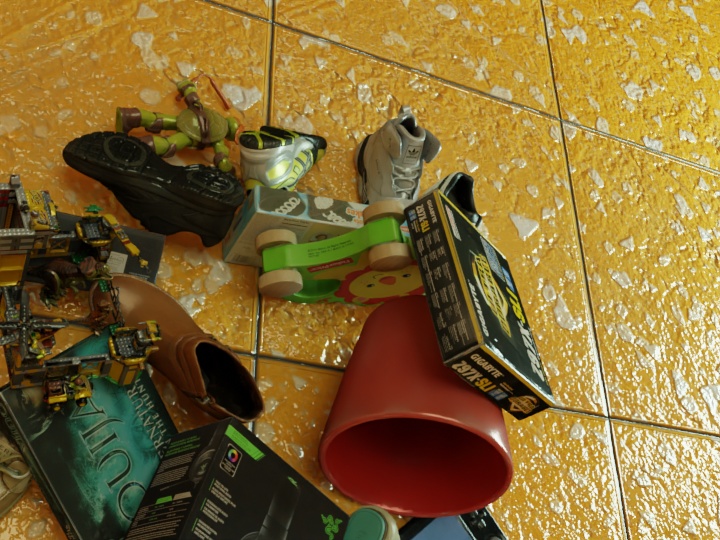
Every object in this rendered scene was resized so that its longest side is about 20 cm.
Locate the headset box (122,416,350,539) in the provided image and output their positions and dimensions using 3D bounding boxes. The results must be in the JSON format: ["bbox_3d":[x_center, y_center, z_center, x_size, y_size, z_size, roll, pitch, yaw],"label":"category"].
[{"bbox_3d":[-0.114,0.256,0.766,0.174,0.092,0.201,47,41,-26],"label":"headset box"}]

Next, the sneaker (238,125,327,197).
[{"bbox_3d":[-0.097,-0.129,1.029,0.075,0.077,0.200,12,15,16],"label":"sneaker"}]

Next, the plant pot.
[{"bbox_3d":[0.063,0.138,0.926,0.199,0.201,0.178,24,44,-15],"label":"plant pot"}]

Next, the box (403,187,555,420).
[{"bbox_3d":[0.122,0.036,0.890,0.160,0.049,0.201,40,29,-43],"label":"box"}]

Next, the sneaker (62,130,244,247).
[{"bbox_3d":[-0.229,-0.082,0.934,0.198,0.091,0.076,23,34,-2],"label":"sneaker"}]

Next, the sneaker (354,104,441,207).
[{"bbox_3d":[0.049,-0.108,1.091,0.074,0.115,0.202,4,62,-27],"label":"sneaker"}]

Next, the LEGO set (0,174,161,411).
[{"bbox_3d":[-0.251,0.004,0.743,0.152,0.116,0.201,3,51,-29],"label":"LEGO set"}]

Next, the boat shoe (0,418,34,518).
[{"bbox_3d":[-0.308,0.145,0.782,0.073,0.063,0.201,34,52,-8],"label":"boat shoe"}]

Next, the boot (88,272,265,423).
[{"bbox_3d":[-0.175,0.075,0.823,0.077,0.155,0.200,-43,100,-15],"label":"boot"}]

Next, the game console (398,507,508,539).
[{"bbox_3d":[0.117,0.325,0.884,0.199,0.116,0.177,-28,79,-38],"label":"game console"}]

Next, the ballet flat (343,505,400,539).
[{"bbox_3d":[-0.026,0.322,0.830,0.069,0.069,0.201,39,73,-4],"label":"ballet flat"}]

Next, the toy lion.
[{"bbox_3d":[0.000,0.000,0.983,0.198,0.192,0.069,-13,67,10],"label":"toy lion"}]

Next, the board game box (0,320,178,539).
[{"bbox_3d":[-0.229,0.166,0.786,0.135,0.028,0.201,-35,104,-46],"label":"board game box"}]

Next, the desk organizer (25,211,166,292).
[{"bbox_3d":[-0.307,-0.025,0.868,0.199,0.077,0.072,13,90,-40],"label":"desk organizer"}]

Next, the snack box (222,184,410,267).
[{"bbox_3d":[-0.047,-0.038,0.997,0.198,0.116,0.037,8,59,-25],"label":"snack box"}]

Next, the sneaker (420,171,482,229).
[{"bbox_3d":[0.116,-0.038,1.107,0.075,0.088,0.202,11,60,-26],"label":"sneaker"}]

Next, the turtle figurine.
[{"bbox_3d":[-0.195,-0.155,1.013,0.160,0.064,0.201,-13,71,-34],"label":"turtle figurine"}]
